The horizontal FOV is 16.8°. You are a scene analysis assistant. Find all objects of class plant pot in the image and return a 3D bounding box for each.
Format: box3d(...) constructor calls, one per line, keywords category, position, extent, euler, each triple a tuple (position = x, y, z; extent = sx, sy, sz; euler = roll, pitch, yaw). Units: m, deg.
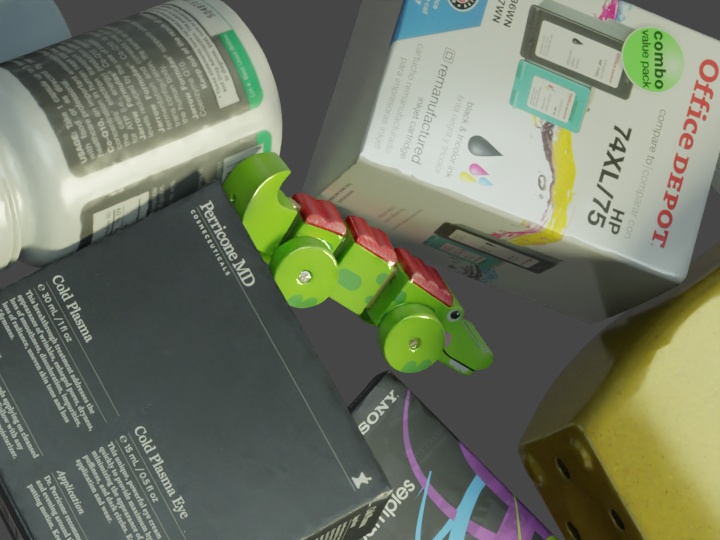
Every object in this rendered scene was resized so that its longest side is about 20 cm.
box3d(category="plant pot", position=(0.207, 0.096, 1.371), extent=(0.199, 0.195, 0.195), euler=(-29, 87, -17))

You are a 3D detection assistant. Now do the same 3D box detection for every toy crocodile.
box3d(category="toy crocodile", position=(0.000, 0.000, 1.377), extent=(0.199, 0.068, 0.062), euler=(32, 105, -27))

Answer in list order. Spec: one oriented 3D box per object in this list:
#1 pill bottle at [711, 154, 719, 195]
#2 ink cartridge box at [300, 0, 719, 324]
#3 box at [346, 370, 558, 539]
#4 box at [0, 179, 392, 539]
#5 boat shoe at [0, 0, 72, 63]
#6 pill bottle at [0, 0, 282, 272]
box3d(category="pill bottle", position=(0.318, -0.077, 1.475), extent=(0.198, 0.116, 0.117), euler=(8, 77, -14))
box3d(category="ink cartridge box", position=(0.091, -0.079, 1.397), extent=(0.199, 0.146, 0.148), euler=(20, 75, -11))
box3d(category="box", position=(0.036, 0.177, 1.391), extent=(0.200, 0.036, 0.143), euler=(44, 72, -2))
box3d(category="box", position=(-0.111, 0.088, 1.312), extent=(0.181, 0.104, 0.201), euler=(-27, 77, -14))
box3d(category="boat shoe", position=(-0.247, -0.157, 1.360), extent=(0.202, 0.086, 0.075), euler=(39, 76, -36))
box3d(category="pill bottle", position=(-0.151, -0.070, 1.332), extent=(0.199, 0.113, 0.114), euler=(-24, 86, -29))
